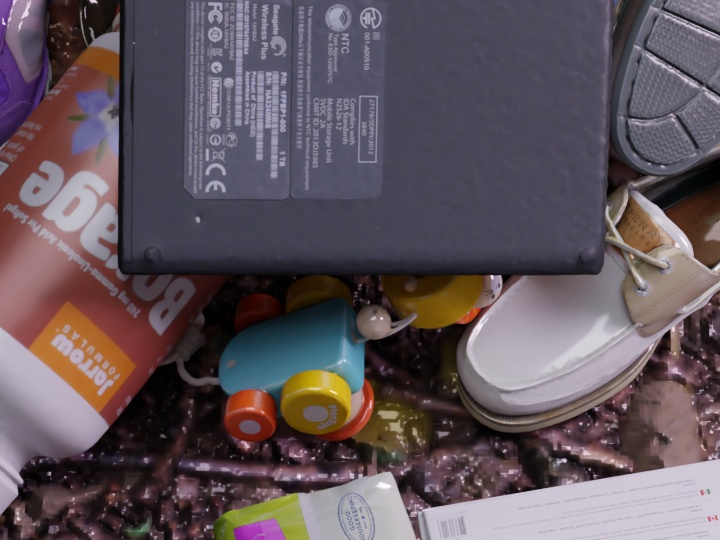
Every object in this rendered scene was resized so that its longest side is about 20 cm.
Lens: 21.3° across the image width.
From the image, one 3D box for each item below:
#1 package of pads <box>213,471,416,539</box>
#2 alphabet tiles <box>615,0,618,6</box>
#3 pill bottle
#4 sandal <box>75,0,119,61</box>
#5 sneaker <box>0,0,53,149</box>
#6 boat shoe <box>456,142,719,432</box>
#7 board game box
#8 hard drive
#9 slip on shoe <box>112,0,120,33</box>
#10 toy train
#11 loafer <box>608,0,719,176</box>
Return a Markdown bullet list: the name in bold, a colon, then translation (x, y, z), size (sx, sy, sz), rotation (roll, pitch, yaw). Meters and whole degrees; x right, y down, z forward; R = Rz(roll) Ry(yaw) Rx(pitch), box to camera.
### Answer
- **package of pads**: translation (0.004, 0.175, 0.671), size (0.068, 0.200, 0.155), rotation (-16, 60, -5)
- **alphabet tiles**: translation (0.165, -0.136, 0.922), size (0.199, 0.006, 0.167), rotation (-11, 61, -28)
- **pill bottle**: translation (-0.129, 0.006, 0.820), size (0.112, 0.112, 0.200), rotation (33, 77, 20)
- **sandal**: translation (-0.112, -0.132, 0.924), size (0.054, 0.080, 0.201), rotation (42, 65, -25)
- **sneaker**: translation (-0.183, -0.143, 0.933), size (0.080, 0.089, 0.201), rotation (10, 61, 6)
- **boat shoe**: translation (0.123, -0.006, 0.851), size (0.200, 0.069, 0.075), rotation (-35, 64, -17)
- **board game box**: translation (0.131, 0.144, 0.781), size (0.199, 0.035, 0.127), rotation (-9, 59, -3)
- **hard drive**: translation (0.003, -0.068, 0.769), size (0.199, 0.033, 0.140), rotation (0, 96, -11)
- **slip on shoe**: translation (-0.036, -0.148, 0.821), size (0.200, 0.074, 0.062), rotation (-24, 61, 40)
- **toy train**: translation (0.000, 0.000, 0.866), size (0.200, 0.056, 0.150), rotation (-44, 40, -11)
- **loafer**: translation (0.156, -0.135, 0.850), size (0.072, 0.063, 0.201), rotation (27, 87, -23)
